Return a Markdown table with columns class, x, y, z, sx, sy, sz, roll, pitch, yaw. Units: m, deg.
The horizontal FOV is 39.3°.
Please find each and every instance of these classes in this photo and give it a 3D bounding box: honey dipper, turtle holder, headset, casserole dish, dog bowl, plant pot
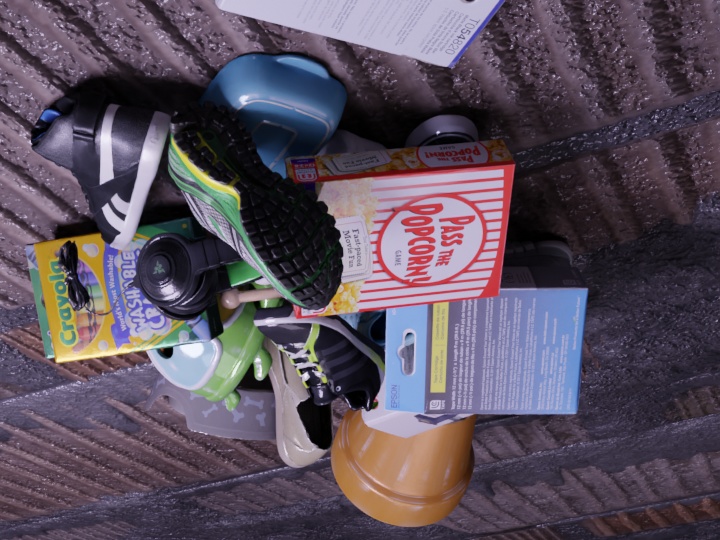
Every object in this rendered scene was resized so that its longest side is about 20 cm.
| class | x | y | z | sx | sy | sz | roll | pitch | yaw |
| --- | --- | --- | --- | --- | --- | --- | --- | --- | --- |
| honey dipper | -0.045 | 0.020 | 1.026 | 0.199 | 0.038 | 0.038 | -8 | 150 | 3 |
| turtle holder | -0.161 | 0.060 | 1.105 | 0.131 | 0.141 | 0.185 | 26 | 153 | -17 |
| headset | -0.172 | -0.007 | 0.926 | 0.199 | 0.094 | 0.124 | -16 | 169 | -5 |
| casserole dish | -0.093 | -0.117 | 0.904 | 0.121 | 0.039 | 0.200 | 14 | 146 | -28 |
| dog bowl | -0.165 | 0.154 | 1.258 | 0.199 | 0.059 | 0.200 | 10 | -175 | -1 |
| plant pot | 0.075 | 0.214 | 1.378 | 0.199 | 0.201 | 0.184 | 4 | 133 | -15 |

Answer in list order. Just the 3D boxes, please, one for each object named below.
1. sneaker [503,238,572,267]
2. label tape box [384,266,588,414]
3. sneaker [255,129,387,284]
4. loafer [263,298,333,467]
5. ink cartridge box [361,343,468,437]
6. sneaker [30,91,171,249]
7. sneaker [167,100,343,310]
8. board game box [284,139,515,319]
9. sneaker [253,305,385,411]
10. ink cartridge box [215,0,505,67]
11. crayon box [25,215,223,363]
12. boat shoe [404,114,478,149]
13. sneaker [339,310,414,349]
| class | x | y | z | sx | sy | sz | roll | pitch | yaw |
| --- | --- | --- | --- | --- | --- | --- | --- | --- | --- |
| sneaker | 0.156 | 0.029 | 1.084 | 0.199 | 0.116 | 0.075 | -5 | 156 | -21 |
| label tape box | 0.124 | 0.071 | 1.031 | 0.199 | 0.066 | 0.144 | 1 | 113 | 1 |
| sneaker | -0.034 | -0.049 | 0.983 | 0.088 | 0.075 | 0.200 | 10 | 138 | -38 |
| loafer | -0.063 | 0.130 | 1.185 | 0.068 | 0.201 | 0.075 | -11 | 176 | 44 |
| ink cartridge box | 0.097 | 0.098 | 1.198 | 0.200 | 0.145 | 0.084 | -26 | 146 | 33 |
| sneaker | -0.241 | -0.095 | 0.904 | 0.111 | 0.073 | 0.200 | 19 | 148 | -13 |
| sneaker | -0.088 | -0.048 | 0.845 | 0.078 | 0.200 | 0.085 | -32 | 168 | -28 |
| board game box | 0.034 | -0.037 | 0.921 | 0.199 | 0.046 | 0.152 | -7 | 129 | -8 |
| sneaker | -0.036 | 0.099 | 1.066 | 0.072 | 0.083 | 0.200 | -8 | 152 | 40 |
| ink cartridge box | 0.023 | -0.237 | 0.704 | 0.199 | 0.041 | 0.200 | 10 | 147 | -24 |
| crayon box | -0.251 | 0.022 | 1.032 | 0.199 | 0.126 | 0.052 | -9 | -176 | 9 |
| boat shoe | 0.069 | -0.069 | 0.977 | 0.071 | 0.068 | 0.200 | 3 | 150 | -13 |
| sneaker | 0.013 | 0.060 | 1.158 | 0.200 | 0.074 | 0.082 | -22 | 180 | 36 |
